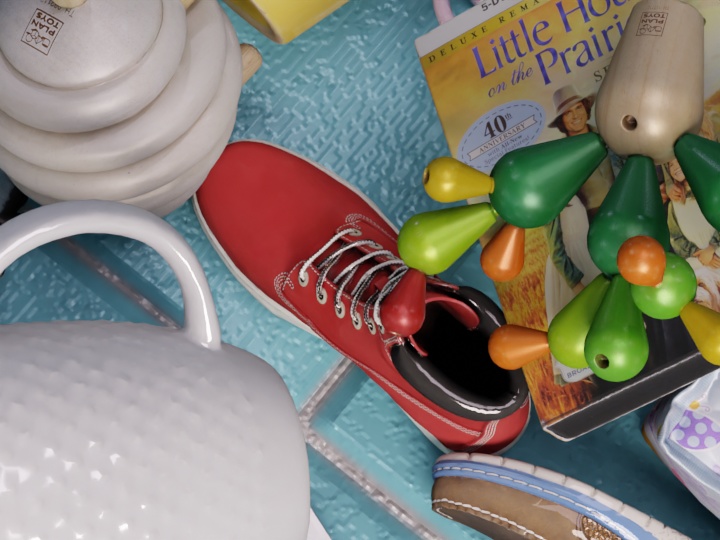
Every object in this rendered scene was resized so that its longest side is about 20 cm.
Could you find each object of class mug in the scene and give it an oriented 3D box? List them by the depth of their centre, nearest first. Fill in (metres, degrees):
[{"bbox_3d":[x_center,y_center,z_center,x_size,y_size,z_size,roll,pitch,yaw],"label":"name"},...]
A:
[{"bbox_3d":[-0.117,0.068,1.137,0.175,0.148,0.201,-7,108,-21],"label":"mug"}]

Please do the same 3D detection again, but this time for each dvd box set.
[{"bbox_3d":[0.115,-0.046,1.170,0.146,0.029,0.200,-26,63,20],"label":"dvd box set"}]

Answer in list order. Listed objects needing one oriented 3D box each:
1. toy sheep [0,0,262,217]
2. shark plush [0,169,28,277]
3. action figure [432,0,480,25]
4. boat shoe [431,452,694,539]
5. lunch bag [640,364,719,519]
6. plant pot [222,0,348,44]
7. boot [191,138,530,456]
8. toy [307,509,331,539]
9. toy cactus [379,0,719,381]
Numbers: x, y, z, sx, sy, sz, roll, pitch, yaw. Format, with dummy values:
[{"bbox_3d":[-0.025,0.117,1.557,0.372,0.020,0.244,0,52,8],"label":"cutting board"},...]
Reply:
[{"bbox_3d":[-0.115,-0.091,1.222,0.137,0.200,0.138,-5,59,9],"label":"toy sheep"},{"bbox_3d":[-0.212,-0.003,1.232,0.083,0.091,0.200,44,69,3],"label":"shark plush"},{"bbox_3d":[0.093,-0.044,1.284,0.149,0.134,0.201,4,96,27],"label":"action figure"},{"bbox_3d":[0.116,0.148,1.240,0.200,0.072,0.073,24,78,4],"label":"boat shoe"},{"bbox_3d":[0.237,0.090,1.217,0.200,0.170,0.127,38,91,5],"label":"lunch bag"},{"bbox_3d":[-0.017,-0.218,1.290,0.201,0.201,0.189,44,87,7],"label":"plant pot"},{"bbox_3d":[0.000,0.000,1.230,0.200,0.144,0.072,42,83,10],"label":"boot"},{"bbox_3d":[-0.045,0.169,1.222,0.115,0.047,0.200,-32,78,-15],"label":"toy"},{"bbox_3d":[0.105,-0.036,1.109,0.200,0.102,0.165,-4,63,36],"label":"toy cactus"}]
